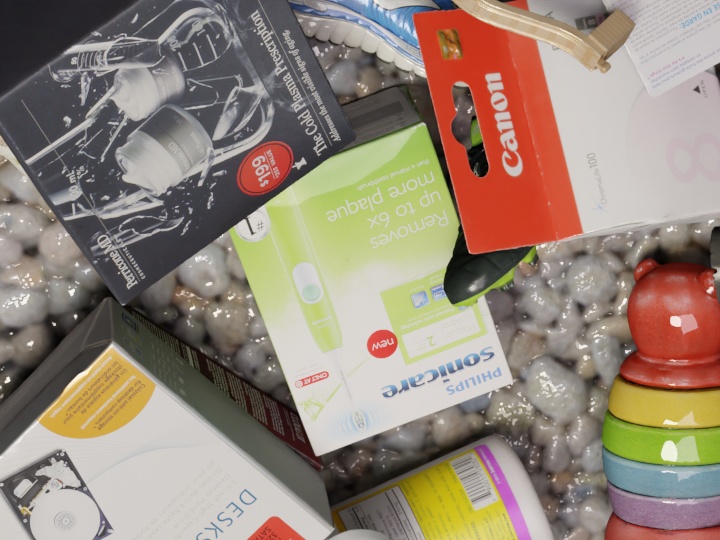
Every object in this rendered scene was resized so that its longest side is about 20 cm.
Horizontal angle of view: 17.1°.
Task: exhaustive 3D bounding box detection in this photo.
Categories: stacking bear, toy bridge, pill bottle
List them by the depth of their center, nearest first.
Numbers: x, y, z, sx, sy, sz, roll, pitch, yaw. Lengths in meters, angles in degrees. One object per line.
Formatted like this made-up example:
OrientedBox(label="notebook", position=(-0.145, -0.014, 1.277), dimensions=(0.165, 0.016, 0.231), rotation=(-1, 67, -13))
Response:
OrientedBox(label="toy bridge", position=(0.082, -0.191, 1.495), dimensions=(0.200, 0.027, 0.067), rotation=(44, 62, 10))
OrientedBox(label="stacking bear", position=(0.223, 0.093, 1.657), dimensions=(0.113, 0.121, 0.201), rotation=(-10, 104, -40))
OrientedBox(label="pill bottle", position=(0.029, 0.199, 1.661), dimensions=(0.199, 0.104, 0.105), rotation=(-23, 114, -6))

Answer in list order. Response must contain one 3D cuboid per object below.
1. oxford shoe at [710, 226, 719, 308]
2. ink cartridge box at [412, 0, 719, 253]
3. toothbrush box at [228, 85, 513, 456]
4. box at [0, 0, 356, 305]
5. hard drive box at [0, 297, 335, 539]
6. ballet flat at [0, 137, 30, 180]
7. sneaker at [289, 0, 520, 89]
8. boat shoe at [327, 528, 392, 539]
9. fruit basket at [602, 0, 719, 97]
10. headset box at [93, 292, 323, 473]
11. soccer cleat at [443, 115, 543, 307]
OrientedBox(label="oxford shoe", position=(0.301, 0.051, 1.619), dimensions=(0.084, 0.073, 0.200), rotation=(-9, 129, 20))
OrientedBox(label="ink cartridge box", position=(0.143, -0.102, 1.517), dimensions=(0.199, 0.057, 0.163), rotation=(-7, 80, -37))
OrientedBox(label="toothbrush box", position=(0.000, 0.000, 1.598), dimensions=(0.145, 0.086, 0.201), rotation=(-20, 115, -1))
OrientedBox(label="box", position=(-0.127, -0.113, 1.425), dimensions=(0.182, 0.104, 0.200), rotation=(-35, 139, -5))
OrientedBox(label="hard drive box", position=(-0.142, 0.143, 1.557), dimensions=(0.200, 0.077, 0.156), rotation=(41, 101, -21))
OrientedBox(label="ballet flat", position=(-0.186, -0.089, 1.545), dimensions=(0.199, 0.068, 0.068), rotation=(7, 116, -10))
OrientedBox(label="sneaker", position=(0.033, -0.178, 1.534), dimensions=(0.199, 0.079, 0.089), rotation=(16, 111, -14))
OrientedBox(label="boat shoe", position=(-0.021, 0.263, 1.572), dimensions=(0.074, 0.086, 0.202), rotation=(13, 128, -16))
OrientedBox(label="fruit basket", position=(0.217, -0.240, 1.513), dimensions=(0.185, 0.094, 0.201), rotation=(-30, 107, -5))
OrientedBox(label="headset box", position=(-0.133, 0.135, 1.637), dimensions=(0.200, 0.075, 0.149), rotation=(33, 104, -19))
OrientedBox(label="soccer cleat", position=(0.092, -0.056, 1.550), dimensions=(0.081, 0.200, 0.067), rotation=(47, 139, -16))
